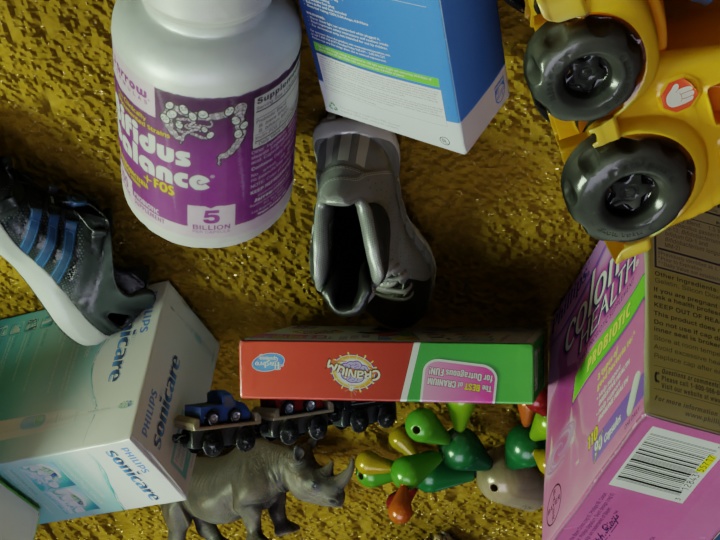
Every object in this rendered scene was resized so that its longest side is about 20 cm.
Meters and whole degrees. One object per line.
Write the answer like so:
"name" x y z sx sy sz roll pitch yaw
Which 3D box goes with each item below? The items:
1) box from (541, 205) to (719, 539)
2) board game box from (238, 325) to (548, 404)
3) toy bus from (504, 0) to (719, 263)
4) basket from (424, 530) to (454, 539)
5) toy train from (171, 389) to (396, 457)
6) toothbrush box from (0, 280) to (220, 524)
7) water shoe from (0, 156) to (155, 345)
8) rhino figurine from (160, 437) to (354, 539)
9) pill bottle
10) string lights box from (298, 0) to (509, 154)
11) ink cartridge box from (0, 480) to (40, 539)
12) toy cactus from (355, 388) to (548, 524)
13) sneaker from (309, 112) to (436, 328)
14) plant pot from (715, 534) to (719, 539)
"box" 0.194 0.071 1.009 0.096 0.201 0.176 15 140 -7
"board game box" 0.029 0.064 1.087 0.198 0.041 0.153 0 -178 11
"toy bus" 0.182 -0.128 0.849 0.191 0.136 0.201 -18 132 10
"basket" 0.071 0.357 1.409 0.148 0.143 0.200 -25 129 33
"toy train" -0.053 0.105 1.155 0.199 0.046 0.034 -5 -175 -38
"toothbrush box" -0.220 0.105 1.170 0.199 0.147 0.085 -14 135 23
"water shoe" -0.216 -0.035 1.084 0.079 0.072 0.200 -30 130 2
"rhino figurine" -0.088 0.185 1.292 0.199 0.060 0.088 -21 88 29
"pill bottle" -0.091 -0.116 0.915 0.111 0.113 0.201 8 140 2
"string lights box" 0.017 -0.166 0.850 0.102 0.059 0.201 20 146 28
"ink cartridge box" -0.359 0.195 1.120 0.199 0.084 0.146 -20 133 28
"toy cactus" 0.097 0.156 1.223 0.199 0.103 0.165 -31 136 26
"sneaker" 0.000 0.000 1.029 0.074 0.116 0.201 -4 138 15
"plant pot" 0.287 0.242 1.207 0.199 0.181 0.200 -16 133 27
